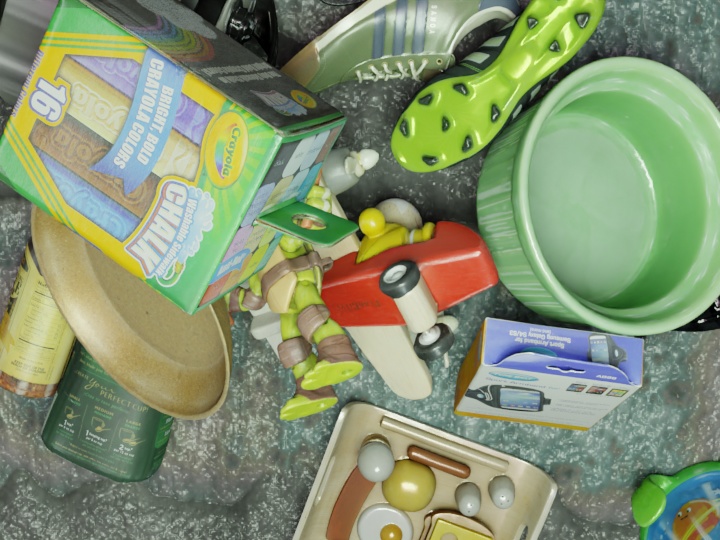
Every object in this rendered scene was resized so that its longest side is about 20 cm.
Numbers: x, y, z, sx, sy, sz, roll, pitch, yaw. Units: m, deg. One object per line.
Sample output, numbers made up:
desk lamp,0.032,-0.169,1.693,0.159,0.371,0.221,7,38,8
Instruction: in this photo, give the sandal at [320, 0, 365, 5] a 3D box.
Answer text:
sandal,0.040,-0.280,0.871,0.199,0.048,0.076,-34,99,7

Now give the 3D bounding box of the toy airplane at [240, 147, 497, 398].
toy airplane,0.000,0.000,0.893,0.197,0.142,0.201,28,140,5

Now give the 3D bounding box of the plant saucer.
plant saucer,-0.158,0.015,0.813,0.198,0.035,0.203,27,136,28

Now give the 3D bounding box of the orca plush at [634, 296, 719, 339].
orca plush,0.309,0.002,0.909,0.196,0.071,0.107,-13,101,4

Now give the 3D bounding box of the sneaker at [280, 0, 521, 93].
sneaker,0.038,-0.178,0.881,0.199,0.067,0.091,-35,95,6

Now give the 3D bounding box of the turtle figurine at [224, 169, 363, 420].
turtle figurine,-0.054,0.018,0.794,0.200,0.064,0.163,-43,58,40

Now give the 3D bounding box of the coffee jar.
coffee jar,-0.185,0.064,0.929,0.103,0.085,0.203,23,102,5

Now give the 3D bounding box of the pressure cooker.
pressure cooker,-0.161,-0.173,0.833,0.197,0.179,0.179,21,99,-2

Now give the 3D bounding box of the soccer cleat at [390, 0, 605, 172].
soccer cleat,0.107,-0.145,0.856,0.199,0.081,0.068,-40,87,23

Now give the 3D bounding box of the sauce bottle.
sauce bottle,-0.251,0.004,0.931,0.065,0.066,0.203,21,99,-3

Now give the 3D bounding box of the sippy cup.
sippy cup,0.311,0.245,0.930,0.174,0.130,0.142,0,102,1

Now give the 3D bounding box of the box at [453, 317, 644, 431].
box,0.142,0.081,0.871,0.117,0.200,0.042,8,69,0

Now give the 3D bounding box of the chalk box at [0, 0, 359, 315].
chalk box,-0.096,-0.065,0.682,0.199,0.124,0.125,35,110,8

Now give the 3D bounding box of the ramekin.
ramekin,0.185,-0.051,0.856,0.196,0.097,0.204,2,86,-21

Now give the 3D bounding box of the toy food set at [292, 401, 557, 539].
toy food set,0.052,0.213,0.965,0.197,0.060,0.146,20,101,-2
